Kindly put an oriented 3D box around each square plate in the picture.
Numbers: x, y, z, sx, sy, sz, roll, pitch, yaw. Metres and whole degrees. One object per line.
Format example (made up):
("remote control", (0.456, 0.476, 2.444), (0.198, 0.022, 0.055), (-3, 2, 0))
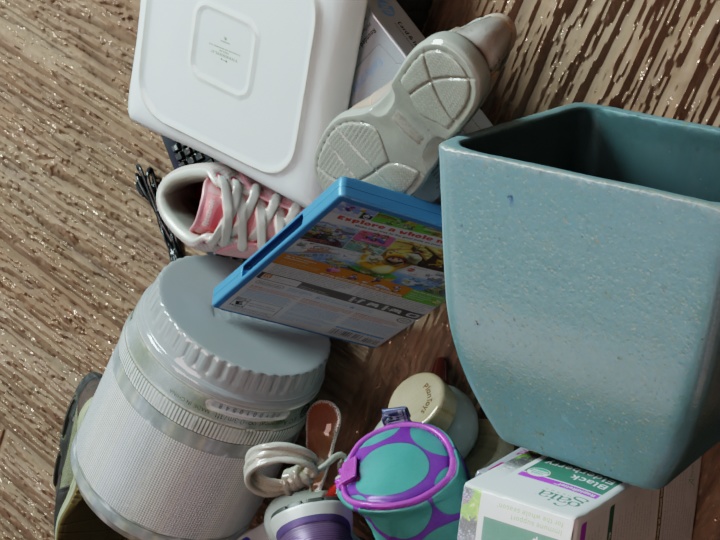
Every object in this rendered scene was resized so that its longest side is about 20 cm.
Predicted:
("square plate", (-0.091, -0.160, 1.036), (0.200, 0.028, 0.199), (27, 123, 26))

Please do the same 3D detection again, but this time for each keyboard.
("keyboard", (-0.131, -0.049, 1.217), (0.127, 0.021, 0.201), (-27, 81, 34))

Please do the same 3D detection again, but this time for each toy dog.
("toy dog", (0.012, 0.129, 1.095), (0.199, 0.097, 0.132), (-14, 131, 7))

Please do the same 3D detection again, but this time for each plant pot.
("plant pot", (0.171, 0.018, 0.923), (0.196, 0.196, 0.201), (16, 112, 32))

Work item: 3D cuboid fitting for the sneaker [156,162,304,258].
("sneaker", (-0.068, -0.032, 1.117), (0.200, 0.105, 0.076), (21, 102, 23))

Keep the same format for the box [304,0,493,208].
("box", (-0.012, -0.120, 1.037), (0.200, 0.041, 0.156), (53, 131, 8))

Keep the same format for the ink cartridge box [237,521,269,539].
("ink cartridge box", (-0.107, 0.285, 1.241), (0.200, 0.037, 0.095), (-37, 77, 35))

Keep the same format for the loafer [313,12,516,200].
("loafer", (0.038, -0.100, 0.945), (0.072, 0.063, 0.200), (50, 146, -1))

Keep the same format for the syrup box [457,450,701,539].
("syrup box", (0.146, 0.159, 0.947), (0.079, 0.200, 0.082), (12, 104, 33))

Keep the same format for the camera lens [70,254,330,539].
("camera lens", (-0.128, 0.110, 1.147), (0.160, 0.160, 0.200), (41, 121, 22))

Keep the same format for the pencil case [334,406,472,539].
("pencil case", (0.047, 0.192, 1.032), (0.092, 0.085, 0.200), (0, 136, 22))

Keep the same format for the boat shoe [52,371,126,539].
("boat shoe", (-0.237, 0.180, 1.300), (0.066, 0.072, 0.201), (-123, 38, -48))

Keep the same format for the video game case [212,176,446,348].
("video game case", (0.000, 0.000, 1.033), (0.200, 0.143, 0.018), (-37, 44, 52))

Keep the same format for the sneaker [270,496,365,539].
("sneaker", (-0.018, 0.242, 1.076), (0.075, 0.200, 0.088), (-17, 60, 7))

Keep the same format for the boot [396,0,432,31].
("boot", (-0.035, -0.180, 1.100), (0.131, 0.068, 0.200), (40, 119, 21))

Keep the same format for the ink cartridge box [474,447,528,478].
("ink cartridge box", (0.112, 0.226, 1.029), (0.042, 0.119, 0.201), (11, 103, 28))
